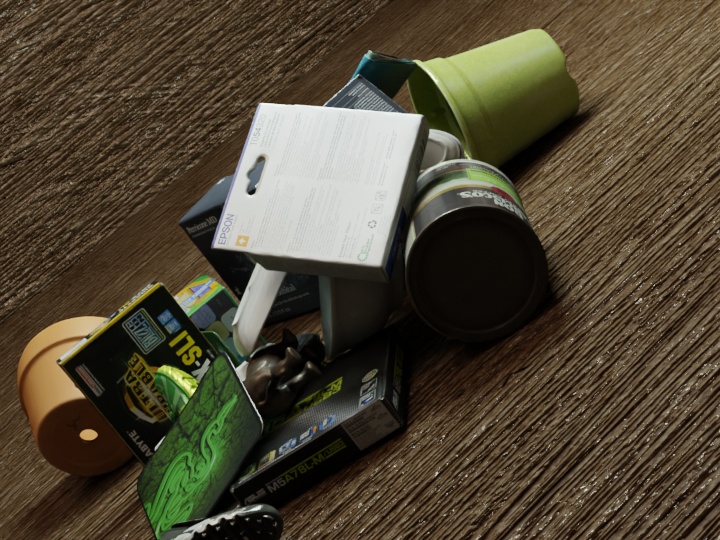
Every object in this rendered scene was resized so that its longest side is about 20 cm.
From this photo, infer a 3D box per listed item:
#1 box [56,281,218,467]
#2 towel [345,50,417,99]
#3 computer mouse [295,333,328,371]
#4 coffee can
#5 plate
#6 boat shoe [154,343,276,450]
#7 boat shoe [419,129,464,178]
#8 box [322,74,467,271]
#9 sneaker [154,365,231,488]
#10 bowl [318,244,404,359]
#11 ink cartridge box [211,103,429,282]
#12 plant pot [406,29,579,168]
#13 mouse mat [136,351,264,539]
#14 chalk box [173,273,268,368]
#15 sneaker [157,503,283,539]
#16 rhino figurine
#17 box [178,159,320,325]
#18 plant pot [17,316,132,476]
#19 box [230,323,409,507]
[{"bbox_3d":[-0.251,0.138,1.799,0.160,0.200,0.049,-40,14,-14],"label":"box"},{"bbox_3d":[-0.015,-0.198,1.885,0.200,0.022,0.147,-52,-16,17],"label":"towel"},{"bbox_3d":[-0.041,0.113,1.745,0.059,0.034,0.200,-52,26,-15],"label":"computer mouse"},{"bbox_3d":[0.116,-0.026,1.570,0.146,0.147,0.200,-34,16,10],"label":"coffee can"},{"bbox_3d":[-0.107,0.003,1.701,0.200,0.032,0.200,153,139,-81],"label":"plate"},{"bbox_3d":[-0.169,0.159,1.760,0.200,0.065,0.073,-53,22,-18],"label":"boat shoe"},{"bbox_3d":[0.017,-0.129,1.663,0.199,0.071,0.070,0,-6,13],"label":"boat shoe"},{"bbox_3d":[0.021,-0.106,1.807,0.104,0.182,0.200,-45,-15,-27],"label":"box"},{"bbox_3d":[-0.194,0.181,1.673,0.084,0.074,0.200,-47,47,3],"label":"sneaker"},{"bbox_3d":[0.000,0.000,1.678,0.090,0.202,0.201,-4,15,-5],"label":"bowl"},{"bbox_3d":[-0.041,-0.088,1.590,0.199,0.043,0.197,6,63,20],"label":"ink cartridge box"},{"bbox_3d":[0.189,-0.232,1.978,0.184,0.201,0.200,-27,14,-9],"label":"plant pot"},{"bbox_3d":[-0.178,0.204,1.582,0.200,0.008,0.161,-57,34,15],"label":"mouse mat"},{"bbox_3d":[-0.204,0.098,1.953,0.124,0.125,0.200,-39,14,-7],"label":"chalk box"},{"bbox_3d":[-0.159,0.276,1.451,0.200,0.067,0.091,-34,18,18],"label":"sneaker"},{"bbox_3d":[-0.096,0.112,1.637,0.087,0.060,0.200,-45,10,4],"label":"rhino figurine"},{"bbox_3d":[-0.113,-0.046,2.030,0.196,0.200,0.117,-20,23,48],"label":"box"},{"bbox_3d":[-0.370,0.185,1.983,0.200,0.200,0.140,-33,33,13],"label":"plant pot"},{"bbox_3d":[-0.040,0.158,1.567,0.200,0.048,0.193,-33,17,15],"label":"box"}]
